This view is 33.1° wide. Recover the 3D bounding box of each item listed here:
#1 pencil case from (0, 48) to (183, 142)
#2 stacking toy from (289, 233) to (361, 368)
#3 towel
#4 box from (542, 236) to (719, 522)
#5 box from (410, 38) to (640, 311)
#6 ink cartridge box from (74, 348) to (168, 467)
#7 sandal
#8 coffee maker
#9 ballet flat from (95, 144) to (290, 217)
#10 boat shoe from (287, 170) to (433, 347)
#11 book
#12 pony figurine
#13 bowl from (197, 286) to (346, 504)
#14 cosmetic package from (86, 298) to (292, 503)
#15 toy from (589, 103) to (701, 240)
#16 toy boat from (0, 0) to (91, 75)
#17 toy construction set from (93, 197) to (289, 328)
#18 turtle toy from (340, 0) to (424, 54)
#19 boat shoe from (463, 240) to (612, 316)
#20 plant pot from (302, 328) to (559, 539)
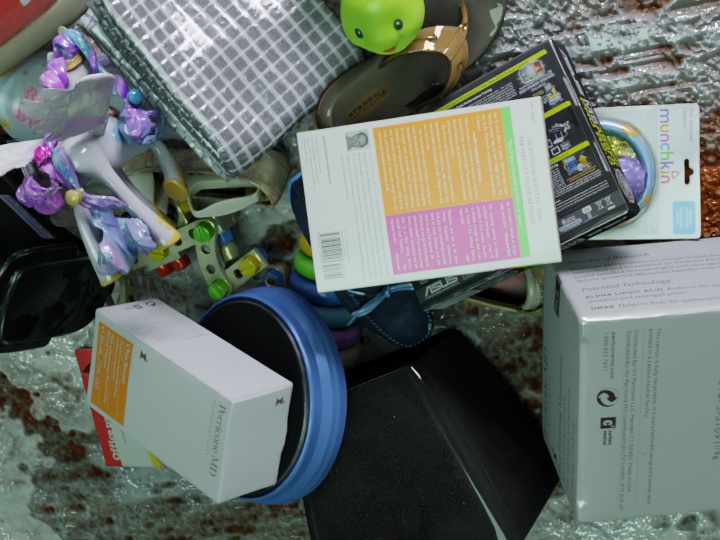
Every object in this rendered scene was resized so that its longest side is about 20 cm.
[{"bbox_3d":[-0.240,-0.165,1.125,0.200,0.083,0.091,0,109,17],"label":"pencil case"},{"bbox_3d":[-0.028,-0.010,1.138,0.085,0.085,0.200,13,112,11],"label":"stacking toy"},{"bbox_3d":[-0.116,-0.200,1.031,0.166,0.086,0.200,-43,99,-11],"label":"towel"},{"bbox_3d":[0.265,0.089,1.029,0.200,0.131,0.199,-5,115,-2],"label":"box"},{"bbox_3d":[0.113,-0.077,1.028,0.200,0.044,0.160,-28,78,23],"label":"box"},{"bbox_3d":[-0.213,0.141,1.263,0.200,0.067,0.116,-3,112,18],"label":"ink cartridge box"},{"bbox_3d":[0.048,-0.175,1.015,0.200,0.055,0.082,-38,120,-2],"label":"sandal"},{"bbox_3d":[-0.360,-0.017,1.130,0.200,0.192,0.135,40,143,32],"label":"coffee maker"},{"bbox_3d":[-0.166,-0.081,1.114,0.200,0.067,0.068,-1,158,7],"label":"ballet flat"},{"bbox_3d":[0.000,0.000,1.076,0.084,0.069,0.200,-44,115,-3],"label":"boat shoe"},{"bbox_3d":[0.055,-0.059,0.979,0.200,0.048,0.134,-7,91,11],"label":"book"},{"bbox_3d":[-0.229,-0.094,0.990,0.166,0.193,0.200,-23,105,27],"label":"pony figurine"},{"bbox_3d":[-0.095,0.114,1.106,0.200,0.039,0.201,-1,89,44],"label":"bowl"},{"bbox_3d":[-0.157,0.110,1.076,0.200,0.071,0.102,26,115,38],"label":"cosmetic package"},{"bbox_3d":[0.188,-0.081,1.042,0.200,0.047,0.115,0,99,21],"label":"toy"},{"bbox_3d":[-0.310,-0.270,1.059,0.200,0.131,0.131,-29,127,25],"label":"toy boat"},{"bbox_3d":[-0.181,-0.004,1.182,0.200,0.092,0.131,-26,105,14],"label":"toy construction set"},{"bbox_3d":[0.010,-0.274,0.974,0.145,0.101,0.200,-9,96,20],"label":"turtle toy"},{"bbox_3d":[0.159,0.012,1.094,0.200,0.066,0.074,5,115,15],"label":"boat shoe"},{"bbox_3d":[0.050,0.170,1.138,0.200,0.199,0.178,-25,92,25],"label":"plant pot"}]
